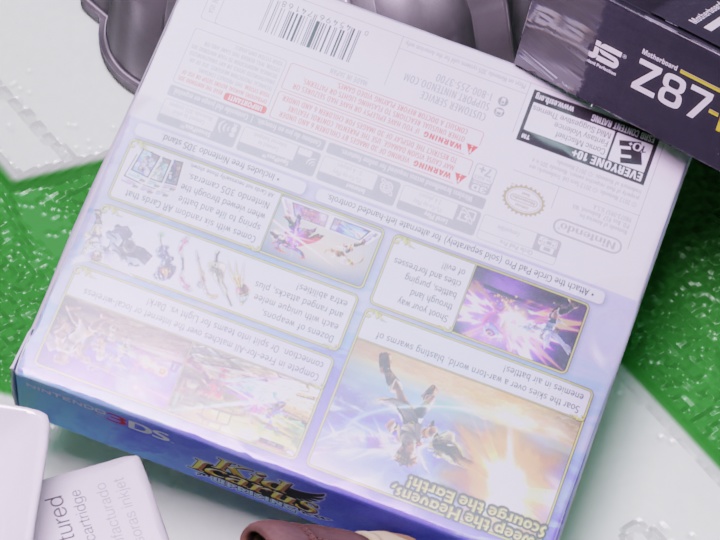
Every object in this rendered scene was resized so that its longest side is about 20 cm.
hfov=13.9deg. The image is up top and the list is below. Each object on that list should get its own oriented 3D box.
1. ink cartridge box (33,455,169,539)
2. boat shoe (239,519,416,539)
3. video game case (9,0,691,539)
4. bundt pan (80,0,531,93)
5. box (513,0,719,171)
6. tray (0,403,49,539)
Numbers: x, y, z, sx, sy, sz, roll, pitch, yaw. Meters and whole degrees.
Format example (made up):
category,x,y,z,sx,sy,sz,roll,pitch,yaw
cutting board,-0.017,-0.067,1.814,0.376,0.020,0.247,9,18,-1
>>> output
category,x,y,z,sx,sy,sz,roll,pitch,yaw
ink cartridge box,-0.145,0.163,0.953,0.199,0.084,0.146,-15,54,-11
boat shoe,-0.008,0.162,0.945,0.072,0.072,0.200,20,43,-28
video game case,0.000,0.000,1.060,0.199,0.045,0.182,20,65,4
bundt pan,-0.016,-0.144,1.187,0.201,0.076,0.202,-1,52,1
box,0.175,-0.088,1.112,0.161,0.049,0.200,29,33,22
tray,-0.203,0.085,0.935,0.199,0.022,0.108,5,57,-1
